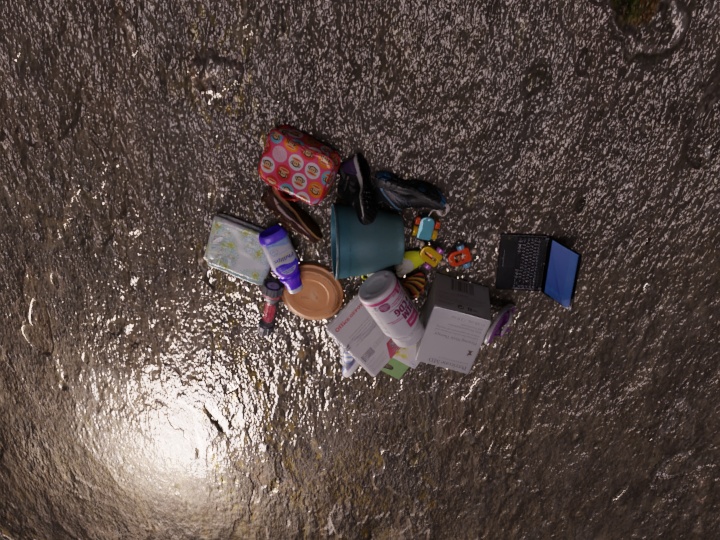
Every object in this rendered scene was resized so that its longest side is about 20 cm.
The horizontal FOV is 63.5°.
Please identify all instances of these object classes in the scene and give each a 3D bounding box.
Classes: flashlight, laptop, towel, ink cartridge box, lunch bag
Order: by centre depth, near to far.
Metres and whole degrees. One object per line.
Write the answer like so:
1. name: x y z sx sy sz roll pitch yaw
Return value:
1. lunch bag: -0.164 -0.261 1.517 0.198 0.082 0.178 29 121 4
2. laptop: 0.475 0.005 1.576 0.196 0.104 0.180 3 121 8
3. towel: -0.352 -0.061 1.705 0.197 0.048 0.173 21 123 -4
4. ink cartridge box: 0.013 0.188 1.710 0.200 0.085 0.146 45 83 0
5. flashlight: -0.280 0.117 1.778 0.067 0.068 0.202 0 128 -24
6. ink cartridge box: 0.112 0.263 1.829 0.144 0.048 0.201 29 119 -10

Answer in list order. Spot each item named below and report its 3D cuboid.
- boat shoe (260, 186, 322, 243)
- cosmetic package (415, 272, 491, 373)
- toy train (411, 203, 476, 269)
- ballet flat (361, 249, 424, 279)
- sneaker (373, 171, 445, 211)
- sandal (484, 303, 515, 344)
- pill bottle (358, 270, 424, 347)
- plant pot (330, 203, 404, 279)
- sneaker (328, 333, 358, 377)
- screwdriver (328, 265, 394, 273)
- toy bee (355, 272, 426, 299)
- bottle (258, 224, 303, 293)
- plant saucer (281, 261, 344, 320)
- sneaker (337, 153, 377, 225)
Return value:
1. boat shoe: -0.191 -0.147 1.613 0.070 0.071 0.200 -39 100 20
2. cosmetic package: 0.262 0.151 1.663 0.165 0.167 0.202 14 124 0
3. toy train: 0.222 -0.086 1.596 0.148 0.056 0.202 -25 111 7
4. ballet flat: 0.091 -0.007 1.652 0.197 0.068 0.067 -9 128 14
5. sneaker: 0.127 -0.195 1.536 0.197 0.073 0.083 20 127 9
6. sandal: 0.401 0.147 1.620 0.049 0.202 0.084 25 124 22
7. pill bottle: 0.088 0.107 1.564 0.112 0.114 0.201 -22 125 21
8. plant pot: 0.018 -0.080 1.557 0.185 0.201 0.203 -2 123 -7
9. sneaker: -0.052 0.230 1.823 0.145 0.081 0.201 32 125 -1
10. screwdriver: 0.000 0.000 1.633 0.197 0.029 0.028 -9 136 13
11. toy bee: 0.101 0.082 1.682 0.198 0.110 0.130 -20 161 29
12. bottle: -0.219 -0.027 1.659 0.083 0.065 0.202 -26 119 -12
13. plant saucer: -0.148 0.069 1.761 0.197 0.032 0.203 5 122 7
14. sneaker: -0.014 -0.195 1.497 0.087 0.203 0.075 -23 149 26
